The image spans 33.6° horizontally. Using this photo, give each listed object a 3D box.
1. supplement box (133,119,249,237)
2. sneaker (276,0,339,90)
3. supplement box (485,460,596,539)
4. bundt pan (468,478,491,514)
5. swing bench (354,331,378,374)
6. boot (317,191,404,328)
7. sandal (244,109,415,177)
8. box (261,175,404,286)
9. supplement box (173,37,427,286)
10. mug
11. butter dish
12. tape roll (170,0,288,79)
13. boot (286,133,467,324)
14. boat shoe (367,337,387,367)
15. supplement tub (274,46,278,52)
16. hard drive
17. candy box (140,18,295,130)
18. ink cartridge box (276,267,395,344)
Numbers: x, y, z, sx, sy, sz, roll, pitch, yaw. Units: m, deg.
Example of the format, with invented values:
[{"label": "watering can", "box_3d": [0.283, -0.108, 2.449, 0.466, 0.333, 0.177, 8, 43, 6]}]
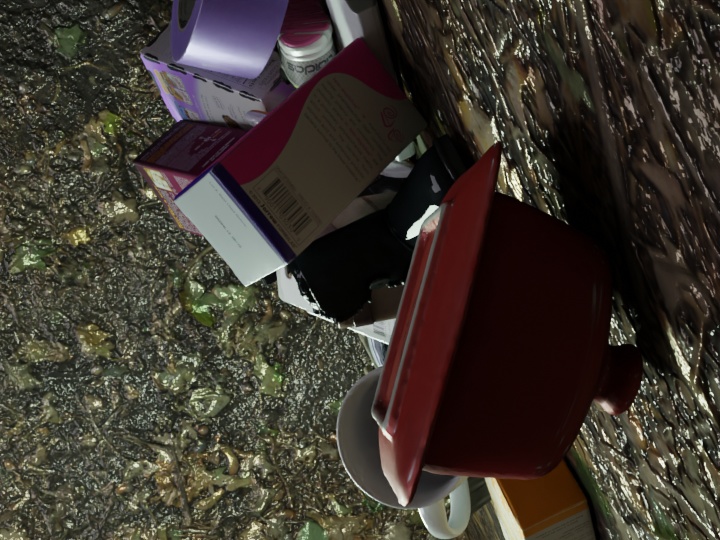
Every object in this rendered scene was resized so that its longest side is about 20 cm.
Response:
[{"label": "supplement box", "box_3d": [-0.166, -0.101, 1.387, 0.199, 0.086, 0.111, 17, 145, 53]}, {"label": "sneaker", "box_3d": [-0.059, -0.239, 1.252, 0.201, 0.073, 0.088, -104, 4, -58]}, {"label": "supplement box", "box_3d": [0.183, 0.252, 1.210, 0.127, 0.073, 0.201, -118, 4, -45]}, {"label": "bundt pan", "box_3d": [0.147, 0.260, 1.768, 0.202, 0.075, 0.204, 155, 91, -87]}, {"label": "swing bench", "box_3d": [0.083, 0.140, 1.505, 0.201, 0.128, 0.200, 71, 174, -53]}, {"label": "boot", "box_3d": [0.041, 0.019, 1.157, 0.070, 0.145, 0.202, 102, 142, -81]}, {"label": "sandal", "box_3d": [-0.030, -0.153, 1.255, 0.204, 0.060, 0.079, 20, 176, 22]}, {"label": "box", "box_3d": [-0.045, -0.065, 1.424, 0.044, 0.198, 0.160, 61, 177, -16]}, {"label": "supplement box", "box_3d": [-0.050, -0.095, 1.041, 0.102, 0.200, 0.103, 50, 151, -9]}, {"label": "mug", "box_3d": [0.077, 0.188, 1.291, 0.175, 0.146, 0.203, -12, -93, -70]}, {"label": "butter dish", "box_3d": [0.095, 0.046, 0.705, 0.199, 0.146, 0.203, 124, 162, -87]}, {"label": "tape roll", "box_3d": [-0.131, -0.303, 1.216, 0.200, 0.084, 0.203, -170, 90, -71]}, {"label": "boot", "box_3d": [0.018, -0.027, 1.023, 0.077, 0.166, 0.200, 63, 175, 15]}, {"label": "boat shoe", "box_3d": [0.048, 0.033, 1.365, 0.091, 0.070, 0.204, -144, 53, -78]}, {"label": "supplement tub", "box_3d": [-0.103, -0.287, 1.430, 0.201, 0.121, 0.123, 70, 174, -53]}, {"label": "hard drive", "box_3d": [0.002, -0.215, 1.137, 0.201, 0.026, 0.133, 69, 175, -54]}, {"label": "candy box", "box_3d": [-0.142, -0.193, 1.413, 0.198, 0.072, 0.169, 24, 154, 31]}, {"label": "ink cartridge box", "box_3d": [0.000, 0.000, 1.299, 0.198, 0.066, 0.117, 20, 128, 34]}]
